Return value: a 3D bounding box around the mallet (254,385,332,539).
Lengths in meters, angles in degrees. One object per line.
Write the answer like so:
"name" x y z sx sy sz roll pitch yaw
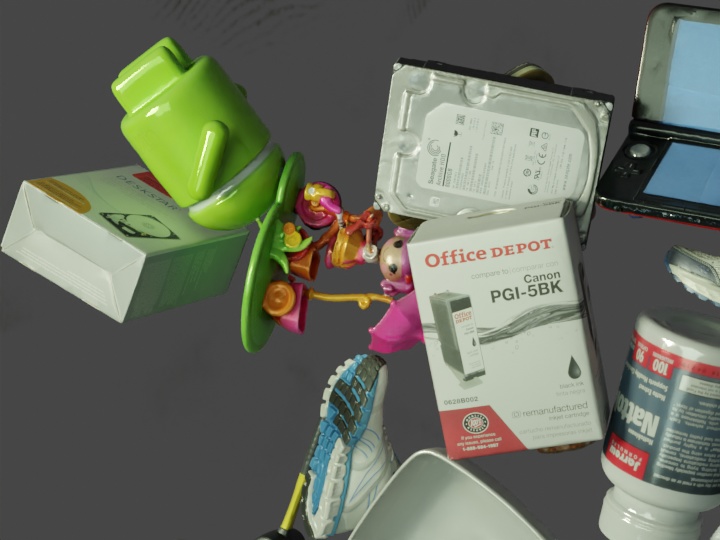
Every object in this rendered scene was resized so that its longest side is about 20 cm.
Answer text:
"mallet" -0.054 0.213 1.713 0.041 0.066 0.202 24 93 23

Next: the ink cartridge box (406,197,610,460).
"ink cartridge box" 0.130 0.051 1.480 0.145 0.083 0.202 -10 101 14

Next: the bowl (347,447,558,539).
"bowl" 0.096 0.286 1.624 0.200 0.074 0.201 40 113 16

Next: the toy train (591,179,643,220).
"toy train" 0.194 -0.063 1.546 0.198 0.034 0.046 -7 98 27

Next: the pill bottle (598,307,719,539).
"pill bottle" 0.278 0.145 1.488 0.118 0.119 0.202 18 105 22

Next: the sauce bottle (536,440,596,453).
"sauce bottle" 0.172 0.066 1.560 0.065 0.066 0.203 -12 92 27

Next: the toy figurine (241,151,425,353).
"toy figurine" 0.000 0.000 1.621 0.182 0.150 0.202 12 79 10

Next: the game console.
"game console" 0.315 -0.128 1.435 0.198 0.173 0.120 11 129 24

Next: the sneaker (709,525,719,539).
"sneaker" 0.354 0.278 1.494 0.114 0.075 0.201 40 110 18

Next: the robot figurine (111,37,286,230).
"robot figurine" -0.152 -0.125 1.630 0.115 0.176 0.201 -35 104 11

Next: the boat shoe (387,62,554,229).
"boat shoe" 0.093 -0.127 1.567 0.200 0.073 0.065 -41 43 14

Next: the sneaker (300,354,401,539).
"sneaker" 0.004 0.171 1.649 0.075 0.086 0.202 53 134 52

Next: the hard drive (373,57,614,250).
"hard drive" 0.117 -0.105 1.505 0.198 0.038 0.141 12 110 8

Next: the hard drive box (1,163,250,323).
"hard drive box" -0.229 -0.031 1.666 0.155 0.200 0.077 29 109 18

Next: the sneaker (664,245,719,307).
"sneaker" 0.364 0.003 1.460 0.198 0.077 0.086 18 95 15
